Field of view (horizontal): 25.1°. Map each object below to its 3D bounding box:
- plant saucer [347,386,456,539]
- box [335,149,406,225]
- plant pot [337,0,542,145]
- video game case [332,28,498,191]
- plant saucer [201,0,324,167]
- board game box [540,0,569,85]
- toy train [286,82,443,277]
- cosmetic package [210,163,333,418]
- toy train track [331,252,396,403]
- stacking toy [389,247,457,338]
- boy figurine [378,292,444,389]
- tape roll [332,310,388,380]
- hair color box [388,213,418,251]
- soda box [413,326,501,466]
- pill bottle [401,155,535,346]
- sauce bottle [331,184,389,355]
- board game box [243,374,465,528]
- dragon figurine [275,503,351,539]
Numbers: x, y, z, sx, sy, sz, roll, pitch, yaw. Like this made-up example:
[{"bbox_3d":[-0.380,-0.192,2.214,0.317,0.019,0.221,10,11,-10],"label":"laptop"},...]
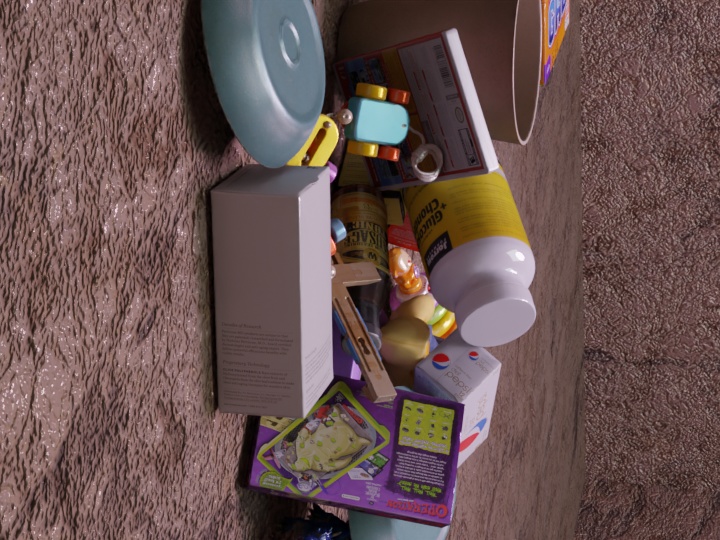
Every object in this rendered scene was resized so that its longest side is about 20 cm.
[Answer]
[{"bbox_3d":[0.050,0.217,1.614,0.200,0.036,0.202,-3,93,-60],"label":"plant saucer"},{"bbox_3d":[0.028,-0.146,1.800,0.050,0.075,0.201,77,21,-54],"label":"box"},{"bbox_3d":[0.082,-0.234,1.730,0.187,0.199,0.189,4,90,-75],"label":"plant pot"},{"bbox_3d":[0.053,-0.157,1.632,0.017,0.200,0.144,-24,101,-33],"label":"video game case"},{"bbox_3d":[-0.073,-0.189,1.364,0.200,0.036,0.201,-9,90,-69],"label":"plant saucer"},{"bbox_3d":[0.134,-0.350,1.904,0.200,0.199,0.201,-63,153,-58],"label":"board game box"},{"bbox_3d":[-0.020,-0.094,1.569,0.200,0.056,0.151,-37,117,-22],"label":"toy train"},{"bbox_3d":[-0.074,0.016,1.414,0.108,0.084,0.201,-47,137,-69],"label":"cosmetic package"},{"bbox_3d":[-0.020,0.047,1.563,0.033,0.114,0.201,-56,-130,42],"label":"toy train track"},{"bbox_3d":[0.073,0.044,2.005,0.116,0.109,0.201,-70,148,-40],"label":"stacking toy"},{"bbox_3d":[0.059,0.081,1.733,0.200,0.064,0.125,52,52,-72],"label":"boy figurine"},{"bbox_3d":[-0.017,0.137,1.706,0.200,0.065,0.202,4,90,-76],"label":"tape roll"},{"bbox_3d":[0.082,-0.104,1.878,0.200,0.061,0.102,126,-22,-65],"label":"hair color box"},{"bbox_3d":[0.099,0.143,1.724,0.068,0.064,0.200,-42,160,-20],"label":"soda box"},{"bbox_3d":[0.116,-0.026,1.673,0.112,0.111,0.201,73,1,-54],"label":"pill bottle"},{"bbox_3d":[0.000,0.000,1.656,0.066,0.066,0.201,77,6,-48],"label":"sauce bottle"},{"bbox_3d":[-0.003,0.165,1.526,0.032,0.199,0.121,133,-32,-63],"label":"board game box"},{"bbox_3d":[-0.018,0.270,1.610,0.200,0.099,0.059,3,93,-57],"label":"dragon figurine"}]
